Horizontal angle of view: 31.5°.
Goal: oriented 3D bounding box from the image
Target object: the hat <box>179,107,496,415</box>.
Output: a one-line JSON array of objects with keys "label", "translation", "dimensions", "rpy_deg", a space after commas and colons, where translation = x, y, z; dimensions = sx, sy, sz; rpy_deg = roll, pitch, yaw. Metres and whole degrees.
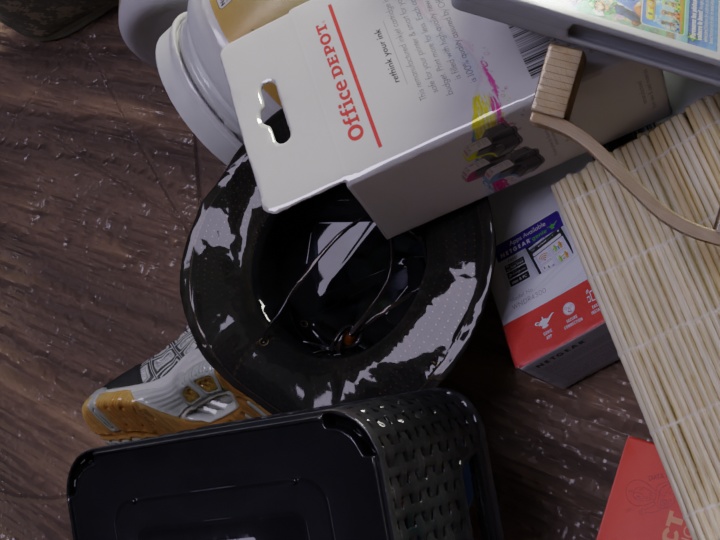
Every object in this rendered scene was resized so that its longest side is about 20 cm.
[{"label": "hat", "translation": [0.000, 0.000, 0.721], "dimensions": [0.200, 0.081, 0.201], "rpy_deg": [-8, 74, 30]}]

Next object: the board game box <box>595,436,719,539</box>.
[{"label": "board game box", "translation": [0.186, 0.171, 0.547], "dimensions": [0.200, 0.040, 0.153], "rpy_deg": [12, 81, 42]}]

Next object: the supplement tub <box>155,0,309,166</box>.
[{"label": "supplement tub", "translation": [-0.013, -0.157, 0.775], "dimensions": [0.200, 0.144, 0.145], "rpy_deg": [-36, 53, 24]}]

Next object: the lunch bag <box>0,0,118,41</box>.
[{"label": "lunch bag", "translation": [-0.274, -0.270, 1.026], "dimensions": [0.200, 0.164, 0.118], "rpy_deg": [-18, 68, 33]}]

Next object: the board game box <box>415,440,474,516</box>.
[{"label": "board game box", "translation": [-0.003, 0.155, 0.718], "dimensions": [0.158, 0.039, 0.200], "rpy_deg": [10, 73, 44]}]

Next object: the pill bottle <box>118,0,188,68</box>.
[{"label": "pill bottle", "translation": [-0.112, -0.250, 0.915], "dimensions": [0.116, 0.116, 0.200], "rpy_deg": [-18, 62, 34]}]

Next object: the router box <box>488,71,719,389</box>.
[{"label": "router box", "translation": [0.148, -0.063, 0.667], "dimensions": [0.200, 0.049, 0.180], "rpy_deg": [-33, 55, 26]}]

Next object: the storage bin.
[{"label": "storage bin", "translation": [-0.038, 0.139, 0.625], "dimensions": [0.200, 0.094, 0.136], "rpy_deg": [-14, 84, 36]}]

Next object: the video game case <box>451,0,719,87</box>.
[{"label": "video game case", "translation": [0.150, -0.147, 0.600], "dimensions": [0.018, 0.200, 0.143], "rpy_deg": [110, 175, -54]}]

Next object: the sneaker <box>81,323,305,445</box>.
[{"label": "sneaker", "translation": [-0.099, 0.070, 0.821], "dimensions": [0.200, 0.076, 0.088], "rpy_deg": [-20, 31, 43]}]

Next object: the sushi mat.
[{"label": "sushi mat", "translation": [0.159, 0.018, 0.585], "dimensions": [0.096, 0.012, 0.200], "rpy_deg": [-33, 59, 27]}]

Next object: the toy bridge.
[{"label": "toy bridge", "translation": [0.170, -0.042, 0.557], "dimensions": [0.200, 0.027, 0.067], "rpy_deg": [17, 93, 10]}]

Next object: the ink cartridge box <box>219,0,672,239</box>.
[{"label": "ink cartridge box", "translation": [0.040, -0.097, 0.649], "dimensions": [0.200, 0.068, 0.115], "rpy_deg": [-23, 60, 10]}]
